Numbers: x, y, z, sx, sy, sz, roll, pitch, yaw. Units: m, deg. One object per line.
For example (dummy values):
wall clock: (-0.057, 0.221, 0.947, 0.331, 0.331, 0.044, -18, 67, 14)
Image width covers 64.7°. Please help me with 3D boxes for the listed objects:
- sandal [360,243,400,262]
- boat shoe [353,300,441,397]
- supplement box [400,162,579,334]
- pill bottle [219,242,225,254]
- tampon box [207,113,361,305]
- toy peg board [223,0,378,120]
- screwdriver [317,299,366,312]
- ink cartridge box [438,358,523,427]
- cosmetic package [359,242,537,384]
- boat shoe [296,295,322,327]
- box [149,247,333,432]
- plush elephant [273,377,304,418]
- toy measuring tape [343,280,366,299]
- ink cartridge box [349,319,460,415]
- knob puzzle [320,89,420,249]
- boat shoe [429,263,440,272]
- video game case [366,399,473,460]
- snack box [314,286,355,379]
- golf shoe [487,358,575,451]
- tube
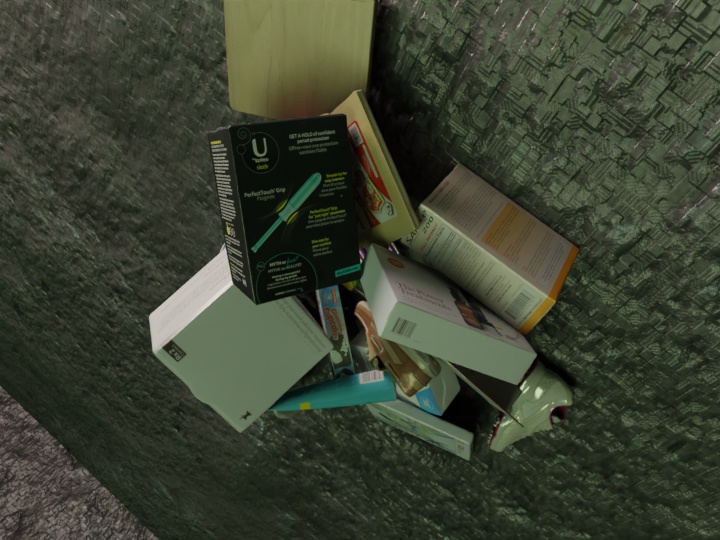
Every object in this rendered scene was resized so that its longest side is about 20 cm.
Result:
sandal: (-0.003, -0.066, 0.864, 0.203, 0.083, 0.050, 45, 177, -6)
boat shoe: (0.037, 0.113, 0.850, 0.075, 0.072, 0.200, 39, -179, -37)
supplement box: (0.167, -0.032, 0.732, 0.199, 0.126, 0.074, 38, 136, 9)
pill bottle: (-0.178, -0.030, 0.998, 0.111, 0.111, 0.199, 51, 135, -5)
tampon box: (-0.095, -0.083, 0.715, 0.126, 0.147, 0.205, 21, 120, 62)
toy peg board: (-0.070, -0.310, 0.757, 0.194, 0.099, 0.203, 14, 130, 9)
screwdriver: (-0.032, 0.071, 1.018, 0.197, 0.029, 0.028, -11, 113, 40)
ink cartridge box: (0.132, 0.114, 0.767, 0.199, 0.044, 0.174, 41, 176, 1)
cosmetic package: (0.101, 0.050, 0.704, 0.196, 0.151, 0.052, 21, 109, -21)
boat shoe: (-0.124, 0.068, 0.999, 0.197, 0.071, 0.066, 28, 137, -27)
box: (-0.183, 0.095, 0.872, 0.200, 0.199, 0.131, 53, 174, -30)
plush elephant: (-0.174, 0.199, 1.118, 0.197, 0.155, 0.167, -16, 110, 42)
toy measuring tape: (0.000, 0.000, 0.920, 0.199, 0.074, 0.074, 42, 135, 2)
ink cartridge box: (0.058, 0.157, 0.954, 0.197, 0.067, 0.118, 6, 128, 46)
knob puzzle: (-0.002, -0.118, 0.761, 0.219, 0.030, 0.223, 40, 144, 37)
boat shoe: (0.127, 0.033, 0.846, 0.067, 0.074, 0.201, 9, 139, 38)
video game case: (0.101, 0.269, 0.990, 0.196, 0.022, 0.183, 21, 160, 19)
snack box: (-0.044, 0.107, 0.967, 0.036, 0.116, 0.205, -12, 102, -8)
golf shoe: (0.260, 0.229, 0.882, 0.090, 0.075, 0.203, 26, 133, 14)
tube: (-0.042, 0.192, 0.891, 0.195, 0.077, 0.052, -9, 87, 4)
